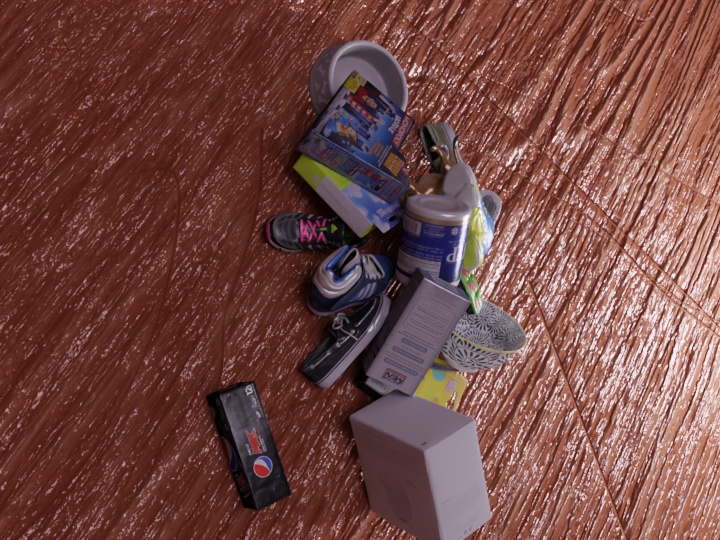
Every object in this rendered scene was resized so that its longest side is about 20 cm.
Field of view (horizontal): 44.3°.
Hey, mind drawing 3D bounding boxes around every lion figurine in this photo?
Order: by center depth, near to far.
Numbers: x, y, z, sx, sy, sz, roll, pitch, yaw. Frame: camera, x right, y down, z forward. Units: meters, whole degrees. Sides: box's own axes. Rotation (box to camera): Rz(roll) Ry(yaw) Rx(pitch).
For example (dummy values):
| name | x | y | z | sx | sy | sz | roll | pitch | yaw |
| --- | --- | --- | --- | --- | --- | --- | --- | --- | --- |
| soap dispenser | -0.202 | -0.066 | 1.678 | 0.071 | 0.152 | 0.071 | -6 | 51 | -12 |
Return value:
| name | x | y | z | sx | sy | sz | roll | pitch | yaw |
| --- | --- | --- | --- | --- | --- | --- | --- | --- | --- |
| lion figurine | 0.134 | -0.158 | 1.656 | 0.200 | 0.072 | 0.123 | -34 | 88 | -7 |

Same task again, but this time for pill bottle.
| name | x | y | z | sx | sy | sz | roll | pitch | yaw |
| --- | --- | --- | --- | --- | --- | --- | --- | --- | --- |
| pill bottle | 0.126 | -0.025 | 1.581 | 0.119 | 0.120 | 0.201 | -6 | 114 | -32 |

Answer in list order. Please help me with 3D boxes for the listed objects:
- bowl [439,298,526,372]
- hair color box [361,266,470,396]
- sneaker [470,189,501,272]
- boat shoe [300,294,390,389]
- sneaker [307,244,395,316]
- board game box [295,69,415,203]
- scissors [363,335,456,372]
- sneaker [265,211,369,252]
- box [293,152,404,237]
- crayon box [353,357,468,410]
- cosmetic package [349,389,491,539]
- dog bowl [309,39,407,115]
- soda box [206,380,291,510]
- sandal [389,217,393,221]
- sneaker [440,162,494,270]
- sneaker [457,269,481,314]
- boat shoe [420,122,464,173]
| name | x | y | z | sx | sy | sz | roll | pitch | yaw |
| --- | --- | --- | --- | --- | --- | --- | --- | --- | --- |
| bowl | 0.205 | 0.130 | 1.680 | 0.200 | 0.201 | 0.095 | 7 | 120 | -30 |
| hair color box | 0.094 | 0.107 | 1.529 | 0.099 | 0.061 | 0.201 | 27 | 103 | -16 |
| sneaker | 0.223 | -0.057 | 1.753 | 0.078 | 0.099 | 0.201 | 30 | 88 | 15 |
| boat shoe | -0.029 | 0.112 | 1.558 | 0.068 | 0.074 | 0.200 | 41 | 90 | -19 |
| sneaker | 0.000 | 0.000 | 1.559 | 0.199 | 0.147 | 0.081 | -27 | 71 | -28 |
| board game box | 0.014 | -0.226 | 1.576 | 0.200 | 0.062 | 0.200 | 40 | 48 | -12 |
| scissors | 0.091 | 0.167 | 1.615 | 0.200 | 0.014 | 0.073 | 34 | 66 | -24 |
| sneaker | -0.068 | -0.070 | 1.570 | 0.199 | 0.087 | 0.074 | 6 | 79 | -30 |
| box | -0.013 | -0.143 | 1.582 | 0.200 | 0.048 | 0.122 | 47 | 35 | 5 |
| crayon box | 0.096 | 0.209 | 1.647 | 0.200 | 0.051 | 0.127 | 38 | 65 | -20 |
| cosmetic package | 0.102 | 0.335 | 1.513 | 0.123 | 0.199 | 0.201 | -27 | 115 | -32 |
| dog bowl | 0.004 | -0.343 | 1.677 | 0.199 | 0.059 | 0.201 | 5 | 80 | -30 |
| soda box | -0.184 | 0.288 | 1.456 | 0.071 | 0.063 | 0.201 | -19 | 92 | -31 |
| sandal | 0.093 | -0.122 | 1.703 | 0.199 | 0.043 | 0.076 | -16 | 91 | -32 |
| sneaker | 0.203 | -0.106 | 1.652 | 0.105 | 0.075 | 0.201 | -29 | 118 | -58 |
| sneaker | 0.155 | 0.010 | 1.683 | 0.200 | 0.084 | 0.077 | 49 | 20 | 12 |
| boat shoe | 0.165 | -0.202 | 1.733 | 0.062 | 0.072 | 0.201 | -2 | 61 | -27 |
